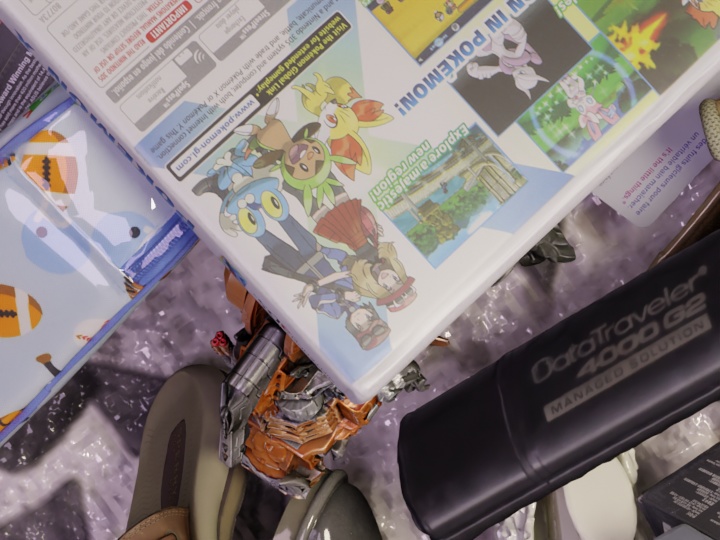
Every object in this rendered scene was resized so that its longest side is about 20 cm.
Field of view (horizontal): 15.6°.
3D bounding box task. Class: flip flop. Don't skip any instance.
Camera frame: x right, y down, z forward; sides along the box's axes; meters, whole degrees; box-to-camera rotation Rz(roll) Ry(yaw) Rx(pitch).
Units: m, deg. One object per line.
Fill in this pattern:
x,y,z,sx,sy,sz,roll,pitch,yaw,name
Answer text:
-0.079,0.110,0.945,0.057,0.200,0.081,28,133,-25,flip flop

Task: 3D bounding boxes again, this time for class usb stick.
0.091,0.032,0.885,0.200,0.033,0.056,-33,51,30,usb stick

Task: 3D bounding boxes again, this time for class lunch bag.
-0.103,-0.017,0.894,0.076,0.160,0.200,45,116,-10,lunch bag

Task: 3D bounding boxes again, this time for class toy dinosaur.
0.000,0.000,0.894,0.102,0.136,0.200,44,148,2,toy dinosaur

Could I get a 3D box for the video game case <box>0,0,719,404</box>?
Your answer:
0.010,-0.092,0.802,0.200,0.022,0.182,-42,89,-12,video game case

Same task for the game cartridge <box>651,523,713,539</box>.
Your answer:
0.153,0.181,0.854,0.040,0.133,0.200,-31,110,-10,game cartridge

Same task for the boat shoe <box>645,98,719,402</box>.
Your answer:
0.149,-0.040,0.886,0.076,0.072,0.200,23,115,-9,boat shoe

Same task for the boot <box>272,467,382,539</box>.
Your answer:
0.061,0.170,0.986,0.199,0.073,0.182,12,122,19,boot

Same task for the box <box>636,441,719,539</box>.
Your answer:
0.183,0.149,0.854,0.049,0.200,0.162,-31,109,-14,box

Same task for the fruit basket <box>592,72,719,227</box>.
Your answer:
0.080,-0.140,0.896,0.200,0.094,0.185,35,113,-13,fruit basket

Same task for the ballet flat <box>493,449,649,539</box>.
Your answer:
0.079,0.128,0.926,0.072,0.072,0.201,-14,72,19,ballet flat

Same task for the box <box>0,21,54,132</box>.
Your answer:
-0.200,-0.071,1.006,0.193,0.048,0.200,37,112,5,box
